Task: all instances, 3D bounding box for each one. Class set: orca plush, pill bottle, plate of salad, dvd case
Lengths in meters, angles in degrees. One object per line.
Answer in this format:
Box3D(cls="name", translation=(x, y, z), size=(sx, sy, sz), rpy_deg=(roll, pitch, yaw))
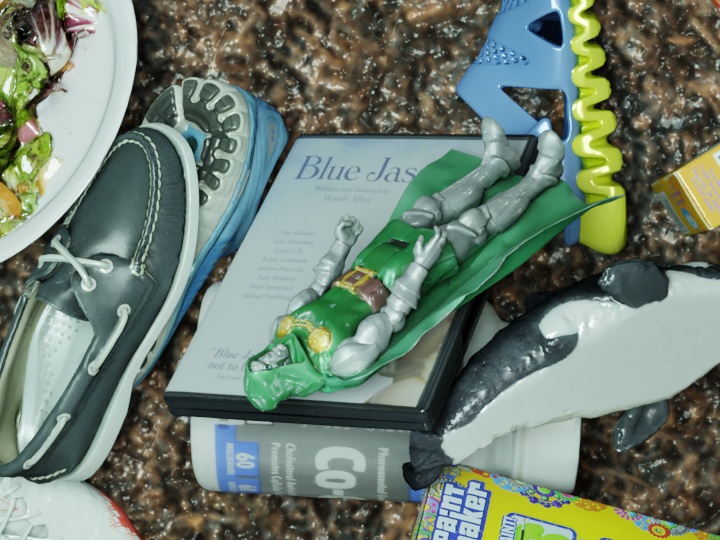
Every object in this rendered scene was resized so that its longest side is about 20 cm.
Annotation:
Box3D(cls="orca plush", translation=(0.101, 0.044, 1.061), size=(0.200, 0.071, 0.105), rpy_deg=(-36, 126, -6))
Box3D(cls="pill bottle", translation=(0.015, 0.066, 1.125), size=(0.200, 0.114, 0.114), rpy_deg=(3, 89, 3))
Box3D(cls="plate of salad", translation=(-0.204, -0.094, 1.126), size=(0.200, 0.048, 0.200), rpy_deg=(-15, 61, 30))
Box3D(cls="dvd case", translation=(0.000, 0.000, 1.072), size=(0.143, 0.018, 0.200), rpy_deg=(1, 44, 25))

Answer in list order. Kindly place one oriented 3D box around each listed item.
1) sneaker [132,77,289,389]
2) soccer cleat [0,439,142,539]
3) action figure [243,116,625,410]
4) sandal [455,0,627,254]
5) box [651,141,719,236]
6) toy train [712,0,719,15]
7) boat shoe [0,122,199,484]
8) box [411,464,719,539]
Box3D(cls="sneaker", translation=(-0.095, -0.009, 1.148), size=(0.078, 0.090, 0.200), rpy_deg=(43, 112, 25))
Box3D(cls="soccer cleat", translation=(-0.197, 0.118, 1.148), size=(0.200, 0.085, 0.069), rpy_deg=(43, 91, 3))
Box3D(cls="action figure", translation=(0.018, 0.001, 1.007), size=(0.200, 0.118, 0.055), rpy_deg=(-42, 124, -27))
Box3D(cls="sandal", translation=(0.091, -0.104, 1.146), size=(0.087, 0.079, 0.200), rpy_deg=(-8, 87, 6))
Box3D(cls="box", translation=(0.252, -0.085, 1.116), size=(0.200, 0.119, 0.041), rpy_deg=(-30, 88, 2))
Box3D(cls="toy train", translation=(0.247, -0.228, 1.150), size=(0.150, 0.056, 0.200), rpy_deg=(4, 89, 3))
Box3D(cls="boat shoe", translation=(-0.141, 0.019, 1.087), size=(0.076, 0.060, 0.200), rpy_deg=(23, 101, 36))
Box3D(cls="box", translation=(0.099, 0.230, 1.072), size=(0.192, 0.122, 0.200), rpy_deg=(15, 123, 2))
